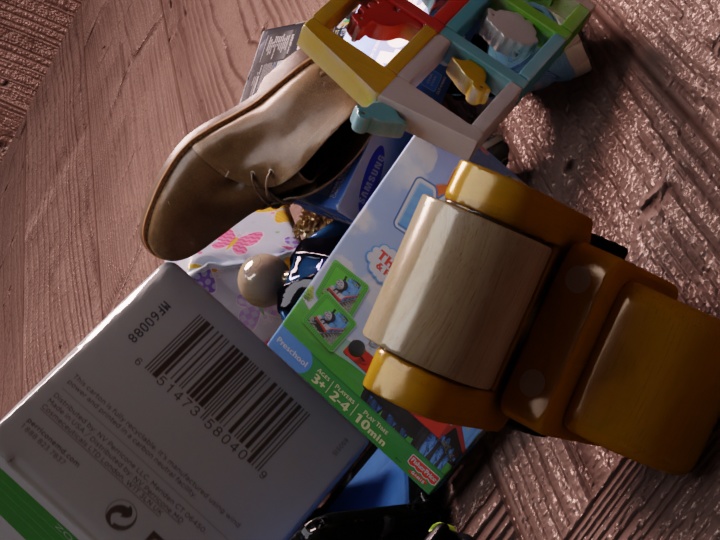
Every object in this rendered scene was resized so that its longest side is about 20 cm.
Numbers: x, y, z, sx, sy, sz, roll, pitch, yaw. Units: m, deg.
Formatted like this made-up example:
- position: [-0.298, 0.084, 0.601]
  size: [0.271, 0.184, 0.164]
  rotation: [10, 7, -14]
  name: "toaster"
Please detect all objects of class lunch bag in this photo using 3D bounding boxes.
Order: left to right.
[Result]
- position: [-0.095, 0.035, 1.328]
  size: [0.170, 0.127, 0.200]
  rotation: [-115, 20, -58]
  name: "lunch bag"

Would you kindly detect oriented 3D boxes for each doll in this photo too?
- position: [0.000, 0.000, 1.102]
  size: [0.200, 0.048, 0.137]
  rotation: [-7, 53, 33]
  name: "doll"

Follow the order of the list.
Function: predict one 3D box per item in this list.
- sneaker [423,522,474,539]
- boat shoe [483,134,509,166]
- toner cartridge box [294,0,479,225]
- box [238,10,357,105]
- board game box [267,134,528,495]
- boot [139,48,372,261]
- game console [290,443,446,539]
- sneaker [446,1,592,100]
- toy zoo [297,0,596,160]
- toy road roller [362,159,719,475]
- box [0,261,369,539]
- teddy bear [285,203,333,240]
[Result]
- position: [0.055, 0.210, 0.900]
  size: [0.083, 0.072, 0.200]
  rotation: [-60, 23, 14]
  name: "sneaker"
- position: [0.055, -0.026, 1.164]
  size: [0.200, 0.057, 0.067]
  rotation: [-43, -6, 40]
  name: "boat shoe"
- position: [0.017, -0.131, 1.106]
  size: [0.095, 0.043, 0.200]
  rotation: [20, 84, 57]
  name: "toner cartridge box"
- position: [-0.016, -0.136, 1.246]
  size: [0.159, 0.046, 0.200]
  rotation: [-9, 39, 17]
  name: "box"
- position: [0.049, 0.024, 1.006]
  size: [0.200, 0.151, 0.037]
  rotation: [-54, -13, 27]
  name: "board game box"
- position: [-0.072, -0.068, 1.073]
  size: [0.200, 0.074, 0.075]
  rotation: [-42, 48, 13]
  name: "boot"
- position: [-0.040, 0.190, 1.085]
  size: [0.200, 0.176, 0.116]
  rotation: [-54, 54, 30]
  name: "game console"
- position: [0.085, -0.168, 1.139]
  size: [0.090, 0.078, 0.200]
  rotation: [-28, 20, -10]
  name: "sneaker"
- position: [0.051, -0.148, 0.992]
  size: [0.200, 0.131, 0.020]
  rotation: [-48, -11, -38]
  name: "toy zoo"
- position: [0.109, 0.035, 0.809]
  size: [0.146, 0.200, 0.123]
  rotation: [25, 94, 32]
  name: "toy road roller"
- position: [-0.144, 0.148, 1.125]
  size: [0.200, 0.199, 0.171]
  rotation: [-46, -4, -31]
  name: "box"
- position: [-0.009, -0.087, 1.263]
  size: [0.145, 0.067, 0.200]
  rotation: [-17, 30, 25]
  name: "teddy bear"
